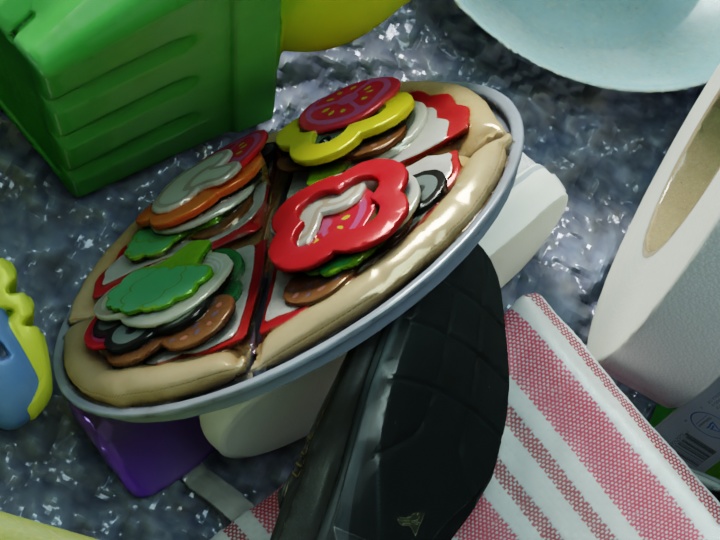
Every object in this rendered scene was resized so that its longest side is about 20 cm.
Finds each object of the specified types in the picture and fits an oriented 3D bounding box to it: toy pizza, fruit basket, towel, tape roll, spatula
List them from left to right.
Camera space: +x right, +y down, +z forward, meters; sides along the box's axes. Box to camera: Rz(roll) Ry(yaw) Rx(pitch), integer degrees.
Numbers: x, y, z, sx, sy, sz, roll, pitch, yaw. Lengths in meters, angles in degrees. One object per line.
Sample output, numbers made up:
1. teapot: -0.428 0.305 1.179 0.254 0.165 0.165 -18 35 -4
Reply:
1. fruit basket: -0.060 -0.134 0.801 0.215 0.216 0.156 -37 81 -26
2. spatula: -0.040 0.104 0.806 0.056 0.021 0.200 -36 81 -28
3. toy pizza: -0.033 -0.018 0.774 0.200 0.200 0.032 -45 119 -27
4. towel: 0.033 0.122 0.768 0.200 0.030 0.147 -38 76 0
5. tape roll: 0.153 -0.043 0.811 0.037 0.203 0.203 29 62 -1

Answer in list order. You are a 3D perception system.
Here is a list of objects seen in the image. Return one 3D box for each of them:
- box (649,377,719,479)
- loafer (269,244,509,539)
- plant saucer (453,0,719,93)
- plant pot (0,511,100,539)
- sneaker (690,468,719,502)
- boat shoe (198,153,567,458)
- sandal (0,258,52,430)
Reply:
1. box: 0.234 0.046 0.810 0.176 0.200 0.097 30 62 0
2. loafer: -0.002 0.078 0.734 0.073 0.072 0.201 36 63 -40
3. plant saucer: 0.108 -0.163 0.955 0.200 0.039 0.202 6 65 -13
4. plant pot: -0.131 0.155 0.678 0.183 0.200 0.202 12 64 -23
5. sneaker: 0.154 0.123 0.819 0.199 0.082 0.070 19 62 -8
6. boat shoe: 0.000 0.000 0.835 0.068 0.072 0.200 43 60 17
7. sandal: -0.198 -0.006 0.783 0.200 0.080 0.087 41 68 13
